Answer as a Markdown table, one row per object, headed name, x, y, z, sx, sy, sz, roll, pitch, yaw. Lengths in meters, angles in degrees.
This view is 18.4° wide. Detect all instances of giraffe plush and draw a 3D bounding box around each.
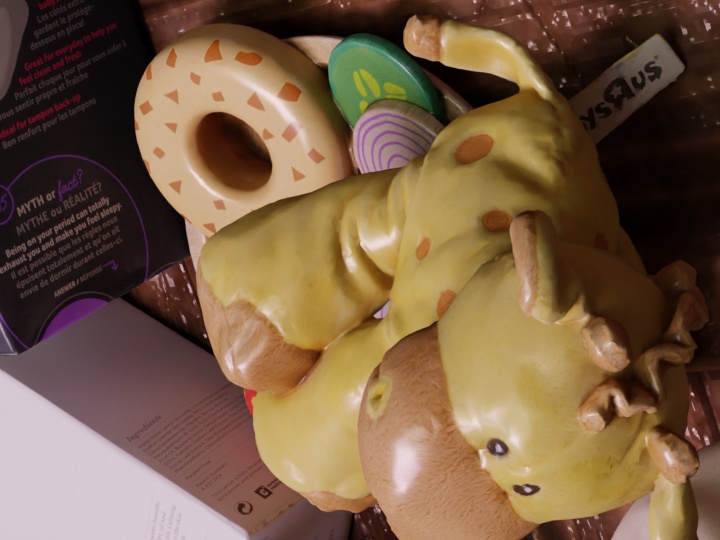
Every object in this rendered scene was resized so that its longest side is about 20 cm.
| name | x | y | z | sx | sy | sz | roll | pitch | yaw |
| --- | --- | --- | --- | --- | --- | --- | --- | --- | --- |
| giraffe plush | 0.050 | 0.030 | 0.713 | 0.172 | 0.162 | 0.201 | 29 | 109 | -20 |

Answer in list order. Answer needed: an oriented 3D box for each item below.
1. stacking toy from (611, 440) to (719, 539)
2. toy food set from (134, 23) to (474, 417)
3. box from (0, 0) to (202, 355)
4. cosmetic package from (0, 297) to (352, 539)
| name | x | y | z | sx | sy | sz | roll | pitch | yaw |
| --- | --- | --- | --- | --- | --- | --- | --- | --- | --- |
| stacking toy | 0.158 | 0.164 | 0.791 | 0.145 | 0.146 | 0.201 | 28 | 148 | 27 |
| toy food set | 0.000 | 0.000 | 0.869 | 0.197 | 0.049 | 0.202 | 12 | 120 | 37 |
| box | -0.164 | -0.078 | 0.918 | 0.105 | 0.122 | 0.202 | -2 | 111 | 43 |
| cosmetic package | -0.106 | 0.087 | 0.987 | 0.199 | 0.085 | 0.108 | 32 | 132 | 25 |
